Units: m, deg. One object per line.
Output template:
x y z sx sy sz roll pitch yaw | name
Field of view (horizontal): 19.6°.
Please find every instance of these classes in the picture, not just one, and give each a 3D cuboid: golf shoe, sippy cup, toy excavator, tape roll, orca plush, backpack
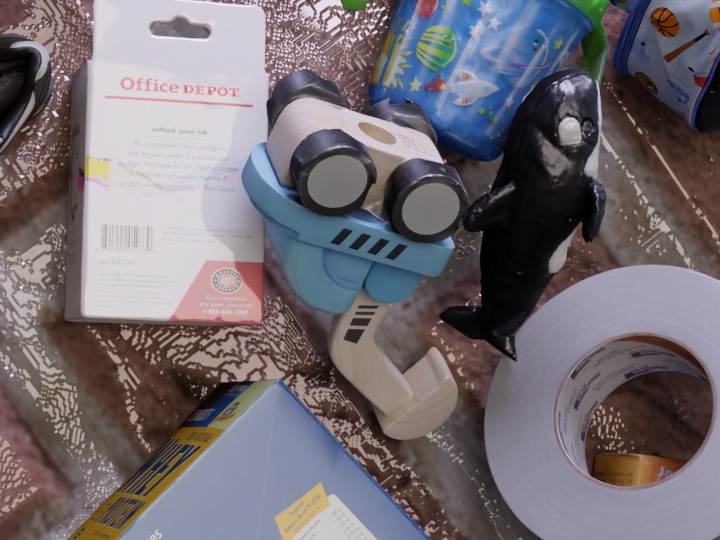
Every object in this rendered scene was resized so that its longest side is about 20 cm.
-0.266 -0.074 1.250 0.078 0.094 0.200 44 77 -10 | golf shoe
0.072 -0.145 1.347 0.178 0.140 0.130 27 89 2 | sippy cup
0.000 0.000 1.290 0.194 0.100 0.200 16 118 -25 | toy excavator
0.182 0.100 1.326 0.200 0.066 0.201 -9 64 19 | tape roll
0.085 -0.035 1.291 0.071 0.200 0.105 -2 49 -30 | orca plush
0.249 -0.191 1.359 0.154 0.200 0.191 32 52 18 | backpack

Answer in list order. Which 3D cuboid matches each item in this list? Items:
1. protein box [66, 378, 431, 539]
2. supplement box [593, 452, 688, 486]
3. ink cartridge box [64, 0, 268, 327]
-0.067 0.203 1.266 0.199 0.135 0.200 -45 99 -15 | protein box
0.187 0.223 1.380 0.066 0.069 0.200 9 80 -19 | supplement box
-0.121 -0.067 1.307 0.116 0.067 0.200 3 86 -17 | ink cartridge box
